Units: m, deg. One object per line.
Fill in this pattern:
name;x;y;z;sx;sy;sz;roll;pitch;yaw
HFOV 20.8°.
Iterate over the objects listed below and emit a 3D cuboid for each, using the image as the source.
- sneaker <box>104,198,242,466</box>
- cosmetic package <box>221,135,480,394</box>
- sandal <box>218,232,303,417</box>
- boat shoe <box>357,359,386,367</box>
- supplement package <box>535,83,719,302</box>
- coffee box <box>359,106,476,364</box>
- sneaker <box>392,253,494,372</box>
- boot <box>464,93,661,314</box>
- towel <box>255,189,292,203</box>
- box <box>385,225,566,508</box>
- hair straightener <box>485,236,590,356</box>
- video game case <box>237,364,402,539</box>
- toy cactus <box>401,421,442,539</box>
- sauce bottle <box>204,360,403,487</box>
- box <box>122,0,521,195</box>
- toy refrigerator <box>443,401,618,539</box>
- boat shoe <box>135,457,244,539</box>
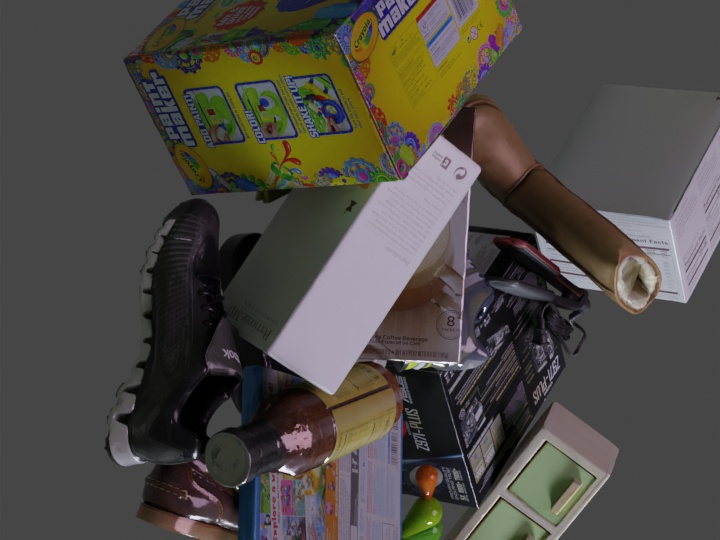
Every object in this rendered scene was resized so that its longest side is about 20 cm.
sneaker;-0.117;0.048;1.405;0.066;0.090;0.201;29;72;-58
cosmetic package;-0.012;-0.021;1.439;0.071;0.101;0.200;35;86;-34
sandal;-0.076;0.068;1.532;0.075;0.048;0.201;-25;105;-53
boat shoe;-0.002;0.000;1.608;0.065;0.074;0.203;7;97;-64
supplement package;0.286;-0.083;1.986;0.200;0.155;0.111;-55;141;-38
coffee box;0.023;-0.031;1.543;0.080;0.114;0.201;-172;-95;-82
sneaker;0.072;0.007;1.677;0.074;0.081;0.200;124;-23;-53
boot;0.171;-0.062;1.754;0.066;0.200;0.175;-48;146;4
towel;-0.031;-0.124;1.588;0.200;0.018;0.086;-33;120;-51
box;0.096;0.084;1.773;0.200;0.086;0.164;-53;138;-39
hair straightener;0.161;0.034;1.757;0.200;0.041;0.077;35;67;-61
video game case;-0.028;0.162;1.524;0.200;0.018;0.144;23;64;-53
toy cactus;-0.003;0.237;1.661;0.165;0.102;0.201;-23;120;-35
sauce bottle;-0.042;0.114;1.439;0.200;0.066;0.066;-14;108;-57
box;-0.024;-0.161;1.403;0.200;0.192;0.122;-53;128;-41
toy refrigerator;0.143;0.224;1.782;0.200;0.076;0.070;-54;178;23
boat shoe;-0.091;0.180;1.495;0.200;0.070;0.071;33;72;-57
